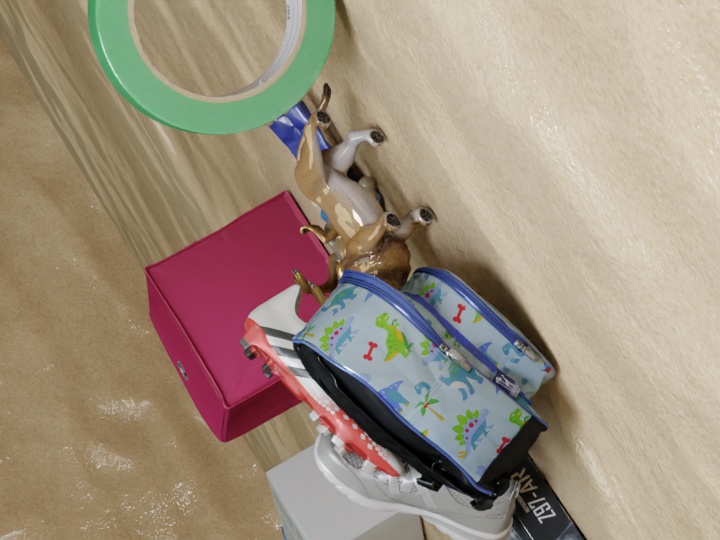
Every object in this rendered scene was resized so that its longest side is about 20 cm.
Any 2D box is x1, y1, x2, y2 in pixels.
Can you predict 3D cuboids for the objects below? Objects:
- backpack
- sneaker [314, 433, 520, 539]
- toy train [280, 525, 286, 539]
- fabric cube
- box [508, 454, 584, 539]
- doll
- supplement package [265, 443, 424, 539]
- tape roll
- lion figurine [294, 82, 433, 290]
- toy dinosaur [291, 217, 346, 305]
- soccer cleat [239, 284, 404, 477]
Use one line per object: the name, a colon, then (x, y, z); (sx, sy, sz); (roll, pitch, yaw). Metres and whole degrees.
backpack: (0.051, 0.080, 1.463); (0.200, 0.147, 0.183); (39, 171, -11)
sneaker: (0.056, 0.182, 1.610); (0.075, 0.199, 0.082); (-72, 3, -54)
toy train: (-0.071, 0.520, 3.164); (0.200, 0.087, 0.114); (55, 176, 12)
fabric cube: (-0.125, 0.060, 2.060); (0.197, 0.199, 0.199); (59, 167, 11)
box: (0.159, 0.253, 1.718); (0.161, 0.043, 0.200); (57, 167, 19)
doll: (-0.026, -0.079, 1.698); (0.200, 0.048, 0.136); (56, 158, -4)
supplement package: (-0.016, 0.335, 2.349); (0.151, 0.151, 0.200); (53, 166, 31)
tape roll: (-0.122, -0.212, 1.430); (0.201, 0.200, 0.048); (63, 167, -14)
lion figurine: (-0.010, -0.055, 1.559); (0.122, 0.072, 0.201); (-43, 69, 51)
toy dinosaur: (0.000, 0.000, 1.620); (0.200, 0.106, 0.060); (58, 166, 1)
soccer cleat: (-0.022, 0.099, 1.569); (0.200, 0.085, 0.069); (45, 171, 11)
